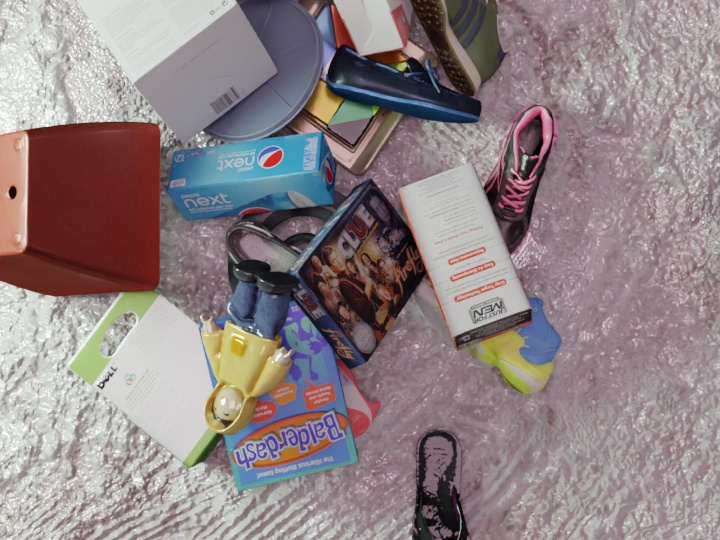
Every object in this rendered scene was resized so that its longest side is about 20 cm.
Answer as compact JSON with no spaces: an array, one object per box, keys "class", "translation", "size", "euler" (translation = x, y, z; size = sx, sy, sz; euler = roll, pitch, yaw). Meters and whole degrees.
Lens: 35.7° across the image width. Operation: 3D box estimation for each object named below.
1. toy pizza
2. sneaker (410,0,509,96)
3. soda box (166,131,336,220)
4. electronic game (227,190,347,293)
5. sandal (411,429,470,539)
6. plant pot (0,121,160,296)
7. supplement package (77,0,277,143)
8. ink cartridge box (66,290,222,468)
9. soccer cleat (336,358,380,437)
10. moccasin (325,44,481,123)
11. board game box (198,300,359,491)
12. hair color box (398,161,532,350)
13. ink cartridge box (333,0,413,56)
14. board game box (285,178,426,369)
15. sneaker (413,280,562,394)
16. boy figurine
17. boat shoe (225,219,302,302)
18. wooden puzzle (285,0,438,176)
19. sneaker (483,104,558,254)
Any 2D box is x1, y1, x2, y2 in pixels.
[{"class":"toy pizza","translation":[-0.133,-0.251,1.409],"size":[0.198,0.032,0.203],"euler":[-8,70,21]},{"class":"sneaker","translation":[0.124,-0.321,1.377],"size":[0.090,0.067,0.201],"euler":[-41,127,-15]},{"class":"soda box","translation":[-0.133,-0.114,1.375],"size":[0.197,0.068,0.065],"euler":[-5,56,15]},{"class":"electronic game","translation":[-0.070,-0.007,1.407],"size":[0.197,0.042,0.203],"euler":[0,93,4]},{"class":"sandal","translation":[0.097,0.299,1.375],"size":[0.074,0.048,0.203],"euler":[-6,85,1]},{"class":"plant pot","translation":[-0.368,-0.078,1.317],"size":[0.198,0.175,0.203],"euler":[-4,84,35]},{"class":"supplement package","translation":[-0.229,-0.298,1.351],"size":[0.151,0.151,0.201],"euler":[-36,64,-1]},{"class":"ink cartridge box","translation":[-0.237,0.122,1.387],"size":[0.199,0.076,0.148],"euler":[37,88,5]},{"class":"soccer cleat","translation":[-0.057,0.122,1.385],"size":[0.076,0.067,0.201],"euler":[-40,91,-31]},{"class":"moccasin","translation":[0.057,-0.233,1.376],"size":[0.197,0.080,0.069],"euler":[15,84,-4]},{"class":"board game box","translation":[-0.095,0.144,1.322],"size":[0.150,0.045,0.203],"euler":[-14,97,-1]},{"class":"hair color box","translation":[0.124,-0.018,1.336],"size":[0.100,0.061,0.202],"euler":[-19,67,1]},{"class":"ink cartridge box","translation":[0.020,-0.378,1.370],"size":[0.067,0.117,0.202],"euler":[-6,52,20]},{"class":"board game box","translation":[0.000,0.000,1.326],"size":[0.136,0.034,0.200],"euler":[51,44,-15]},{"class":"sneaker","translation":[0.164,0.060,1.390],"size":[0.199,0.076,0.105],"euler":[40,70,5]},{"class":"boy figurine","translation":[-0.133,0.089,1.251],"size":[0.123,0.064,0.202],"euler":[26,109,21]},{"class":"boat shoe","translation":[-0.081,0.009,1.357],"size":[0.199,0.060,0.074],"euler":[40,94,2]},{"class":"wooden puzzle","translation":[-0.028,-0.249,1.427],"size":[0.199,0.037,0.186],"euler":[34,88,4]},{"class":"sneaker","translation":[0.194,-0.115,1.381],"size":[0.078,0.095,0.203],"euler":[16,88,1]}]
